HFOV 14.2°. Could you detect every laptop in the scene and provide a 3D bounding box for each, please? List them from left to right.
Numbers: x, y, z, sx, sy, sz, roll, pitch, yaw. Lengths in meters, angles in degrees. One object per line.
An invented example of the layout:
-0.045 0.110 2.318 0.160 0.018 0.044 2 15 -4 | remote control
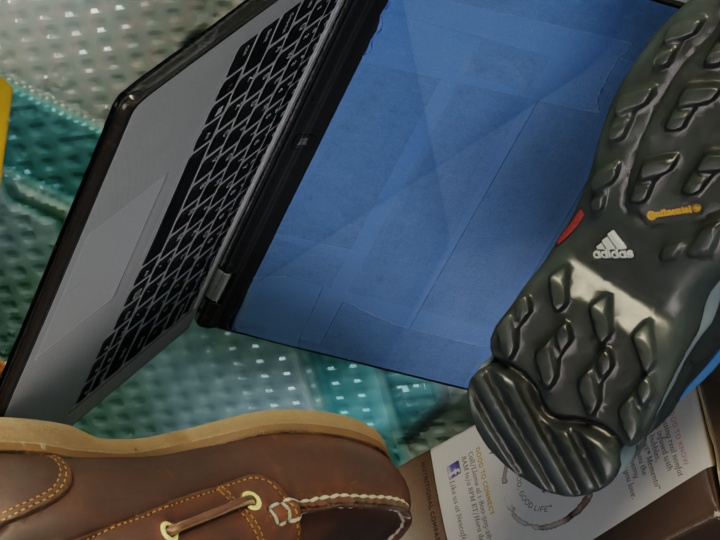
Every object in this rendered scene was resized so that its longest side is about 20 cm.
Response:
0.000 0.000 0.872 0.116 0.200 0.188 38 134 11 | laptop

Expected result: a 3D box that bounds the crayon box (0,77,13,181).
-0.174 0.005 0.869 0.199 0.126 0.052 -30 129 29 | crayon box

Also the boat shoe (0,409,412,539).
-0.058 0.088 0.878 0.199 0.070 0.071 -1 137 -42 | boat shoe

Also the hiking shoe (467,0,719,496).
0.104 -0.026 0.861 0.074 0.087 0.200 40 112 7 | hiking shoe

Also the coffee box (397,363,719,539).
0.072 0.107 0.992 0.199 0.080 0.113 -31 138 31 | coffee box
